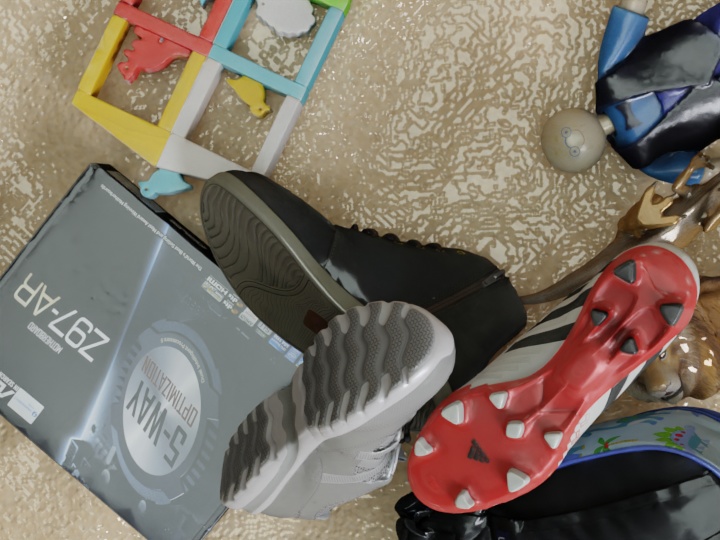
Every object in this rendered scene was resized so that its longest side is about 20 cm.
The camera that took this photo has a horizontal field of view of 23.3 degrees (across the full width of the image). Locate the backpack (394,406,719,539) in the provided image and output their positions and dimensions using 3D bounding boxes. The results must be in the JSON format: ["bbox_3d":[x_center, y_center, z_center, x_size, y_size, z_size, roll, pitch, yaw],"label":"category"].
[{"bbox_3d":[0.155,0.171,0.994,0.199,0.147,0.184,-24,90,29],"label":"backpack"}]

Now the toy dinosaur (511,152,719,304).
[{"bbox_3d":[0.161,-0.012,1.016,0.200,0.106,0.061,-32,90,9],"label":"toy dinosaur"}]

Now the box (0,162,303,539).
[{"bbox_3d":[-0.135,0.056,1.084,0.200,0.044,0.160,40,95,3],"label":"box"}]

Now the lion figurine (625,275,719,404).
[{"bbox_3d":[0.238,0.016,1.014,0.200,0.072,0.123,-42,114,0],"label":"lion figurine"}]

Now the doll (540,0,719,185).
[{"bbox_3d":[0.198,-0.118,1.042,0.199,0.048,0.137,-28,99,11],"label":"doll"}]

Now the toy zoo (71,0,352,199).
[{"bbox_3d":[-0.090,-0.136,1.073,0.131,0.020,0.201,26,87,5],"label":"toy zoo"}]

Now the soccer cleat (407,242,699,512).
[{"bbox_3d":[0.107,0.059,0.946,0.069,0.085,0.200,47,108,9],"label":"soccer cleat"}]

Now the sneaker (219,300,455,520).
[{"bbox_3d":[-0.001,0.083,0.994,0.082,0.200,0.075,22,51,-25],"label":"sneaker"}]

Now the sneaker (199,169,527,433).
[{"bbox_3d":[0.000,0.000,1.048,0.200,0.075,0.106,44,51,7],"label":"sneaker"}]
